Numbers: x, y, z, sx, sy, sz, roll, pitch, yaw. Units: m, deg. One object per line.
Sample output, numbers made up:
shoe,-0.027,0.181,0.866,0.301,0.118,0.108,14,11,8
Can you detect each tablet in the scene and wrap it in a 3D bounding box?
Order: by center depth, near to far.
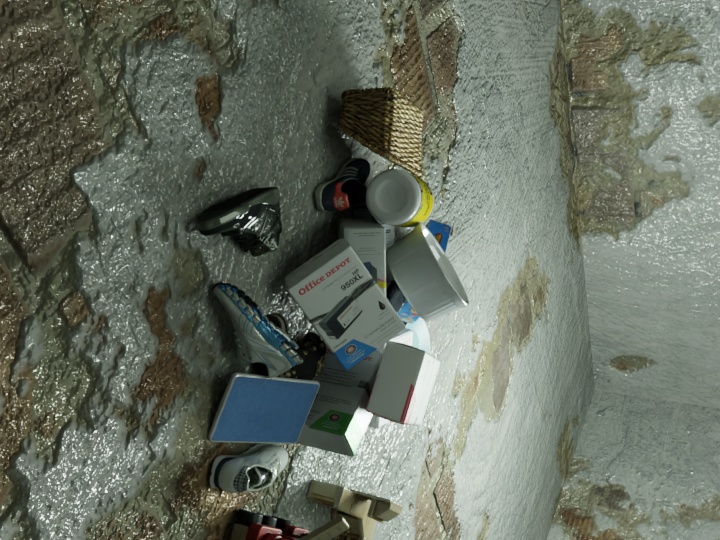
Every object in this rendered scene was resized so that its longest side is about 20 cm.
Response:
tablet,-0.167,0.247,1.351,0.200,0.014,0.130,15,100,-44

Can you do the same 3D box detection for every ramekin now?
ramekin,0.137,0.010,1.603,0.201,0.098,0.200,54,14,-20

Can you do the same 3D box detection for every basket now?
basket,0.035,-0.280,1.581,0.200,0.143,0.149,7,86,-66

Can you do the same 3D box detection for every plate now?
plate,0.126,0.217,1.947,0.200,0.026,0.200,-13,105,-60

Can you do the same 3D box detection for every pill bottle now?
pill bottle,0.090,-0.147,1.594,0.200,0.112,0.113,-5,99,-73

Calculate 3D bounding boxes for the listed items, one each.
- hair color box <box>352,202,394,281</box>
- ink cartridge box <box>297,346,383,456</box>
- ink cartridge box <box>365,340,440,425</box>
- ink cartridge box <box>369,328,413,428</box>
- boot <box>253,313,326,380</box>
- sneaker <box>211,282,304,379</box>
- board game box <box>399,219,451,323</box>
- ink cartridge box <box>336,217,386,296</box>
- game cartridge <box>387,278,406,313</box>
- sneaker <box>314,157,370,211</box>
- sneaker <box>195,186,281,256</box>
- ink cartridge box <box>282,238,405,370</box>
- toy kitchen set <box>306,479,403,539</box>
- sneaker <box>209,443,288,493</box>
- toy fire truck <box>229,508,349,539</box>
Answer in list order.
hair color box,0.029,-0.074,1.688,0.100,0.060,0.200,-11,104,-61
ink cartridge box,-0.045,0.252,1.517,0.200,0.146,0.084,-61,145,-36
ink cartridge box,0.089,0.227,1.518,0.200,0.085,0.146,39,68,-70
ink cartridge box,0.046,0.235,1.730,0.145,0.084,0.200,-15,112,-59
boot,-0.129,0.152,1.426,0.151,0.073,0.200,-33,126,-54
sneaker,-0.189,0.108,1.286,0.200,0.087,0.075,49,5,-14
board game box,0.144,0.007,1.811,0.196,0.056,0.200,119,-12,-72
ink cartridge box,0.000,0.000,1.560,0.145,0.087,0.200,-126,-144,-76
game cartridge,0.062,0.077,1.686,0.133,0.041,0.200,-62,-179,13
sneaker,-0.011,-0.174,1.577,0.200,0.084,0.075,-49,135,-47
sneaker,-0.192,-0.068,1.276,0.199,0.076,0.114,-34,117,-61
ink cartridge box,-0.031,0.063,1.445,0.145,0.084,0.200,-36,107,-3
toy kitchen set,-0.014,0.560,1.605,0.200,0.163,0.181,48,53,-52
sneaker,-0.180,0.358,1.363,0.200,0.080,0.076,-1,94,-62
toy fire truck,-0.114,0.490,1.376,0.176,0.200,0.129,42,58,-55
